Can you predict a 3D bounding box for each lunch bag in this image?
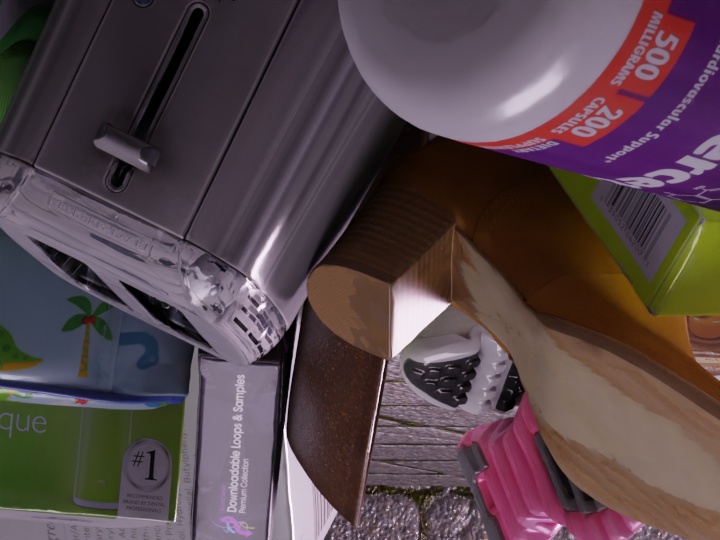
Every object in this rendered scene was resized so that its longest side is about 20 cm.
[{"bbox_3d":[-0.172,0.004,1.080,0.200,0.083,0.161,8,178,-22],"label":"lunch bag"}]

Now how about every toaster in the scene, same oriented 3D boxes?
[{"bbox_3d":[-0.052,-0.048,0.950,0.114,0.129,0.200,27,173,8],"label":"toaster"}]

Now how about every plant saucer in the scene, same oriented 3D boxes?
[{"bbox_3d":[0.000,0.000,1.097,0.037,0.201,0.200,11,172,2],"label":"plant saucer"}]

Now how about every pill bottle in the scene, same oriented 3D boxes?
[{"bbox_3d":[0.096,-0.078,0.814,0.200,0.113,0.112,12,168,-43],"label":"pill bottle"}]

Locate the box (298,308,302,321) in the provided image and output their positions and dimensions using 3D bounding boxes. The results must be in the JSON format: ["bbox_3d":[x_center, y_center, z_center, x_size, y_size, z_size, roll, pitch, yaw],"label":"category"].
[{"bbox_3d":[0.054,-0.005,1.394,0.078,0.095,0.200,-2,171,32],"label":"box"}]

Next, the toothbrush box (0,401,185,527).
[{"bbox_3d":[-0.153,0.008,1.218,0.145,0.200,0.086,8,170,-21],"label":"toothbrush box"}]

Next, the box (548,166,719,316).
[{"bbox_3d":[0.157,-0.039,0.965,0.200,0.122,0.048,0,133,-35],"label":"box"}]

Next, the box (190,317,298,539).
[{"bbox_3d":[-0.043,0.023,1.118,0.036,0.200,0.143,6,131,1],"label":"box"}]

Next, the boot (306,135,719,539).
[{"bbox_3d":[0.096,0.003,0.949,0.201,0.144,0.071,27,136,22],"label":"boot"}]

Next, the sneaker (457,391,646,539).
[{"bbox_3d":[0.116,0.081,1.268,0.095,0.079,0.200,-17,178,-18],"label":"sneaker"}]

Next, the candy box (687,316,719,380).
[{"bbox_3d":[0.151,0.021,1.163,0.115,0.055,0.200,2,173,22],"label":"candy box"}]

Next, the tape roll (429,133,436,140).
[{"bbox_3d":[0.128,-0.042,1.180,0.202,0.071,0.202,5,172,1],"label":"tape roll"}]

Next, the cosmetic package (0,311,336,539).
[{"bbox_3d":[-0.112,0.052,1.419,0.200,0.165,0.165,3,-155,13],"label":"cosmetic package"}]

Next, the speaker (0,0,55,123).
[{"bbox_3d":[-0.135,-0.084,0.988,0.088,0.089,0.200,2,171,14],"label":"speaker"}]

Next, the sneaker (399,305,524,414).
[{"bbox_3d":[0.098,0.008,1.312,0.200,0.081,0.075,-18,153,-29],"label":"sneaker"}]
